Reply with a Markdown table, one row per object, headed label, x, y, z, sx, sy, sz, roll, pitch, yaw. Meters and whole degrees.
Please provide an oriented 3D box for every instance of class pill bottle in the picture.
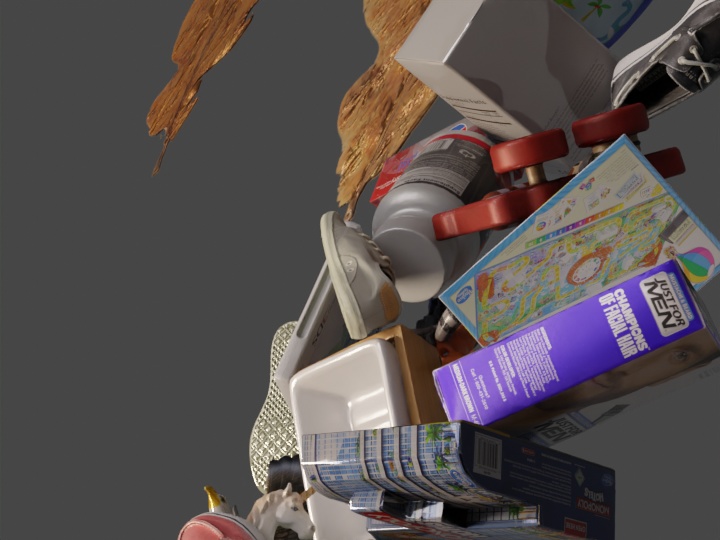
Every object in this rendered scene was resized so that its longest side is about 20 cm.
| label | x | y | z | sx | sy | sz | roll | pitch | yaw |
| --- | --- | --- | --- | --- | --- | --- | --- | --- | --- |
| pill bottle | 0.077 | -0.053 | 1.362 | 0.111 | 0.111 | 0.200 | -35 | 11 | 36 |

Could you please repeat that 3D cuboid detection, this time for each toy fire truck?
| label | x | y | z | sx | sy | sz | roll | pitch | yaw |
| --- | --- | --- | --- | --- | --- | --- | --- | --- | --- |
| toy fire truck | 0.178 | -0.071 | 1.220 | 0.200 | 0.112 | 0.168 | -17 | 3 | -19 |

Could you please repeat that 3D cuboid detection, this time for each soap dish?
| label | x | y | z | sx | sy | sz | roll | pitch | yaw |
| --- | --- | --- | --- | --- | --- | --- | --- | --- | --- |
| soap dish | 0.018 | 0.165 | 1.212 | 0.157 | 0.081 | 0.201 | -28 | 67 | 46 |

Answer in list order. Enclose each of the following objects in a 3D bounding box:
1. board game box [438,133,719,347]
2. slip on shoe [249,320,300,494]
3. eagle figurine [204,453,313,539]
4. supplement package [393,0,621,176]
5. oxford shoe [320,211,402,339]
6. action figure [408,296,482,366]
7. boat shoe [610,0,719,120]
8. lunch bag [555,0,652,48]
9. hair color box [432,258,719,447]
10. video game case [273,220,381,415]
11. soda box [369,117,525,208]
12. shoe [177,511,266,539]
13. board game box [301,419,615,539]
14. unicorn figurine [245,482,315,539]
| label | x | y | z | sx | sy | sz | roll | pitch | yaw |
| --- | --- | --- | --- | --- | --- | --- | --- | --- | --- |
| board game box | 0.182 | 0.006 | 1.106 | 0.200 | 0.135 | 0.034 | -41 | -4 | 7 |
| slip on shoe | -0.075 | 0.157 | 1.509 | 0.074 | 0.061 | 0.200 | -4 | 62 | 20 |
| eagle figurine | -0.111 | 0.277 | 1.360 | 0.151 | 0.200 | 0.151 | 5 | 98 | 26 |
| supplement package | 0.159 | -0.200 | 1.360 | 0.121 | 0.200 | 0.120 | -56 | 25 | -4 |
| oxford shoe | 0.000 | 0.000 | 1.246 | 0.058 | 0.075 | 0.200 | -20 | 26 | -1 |
| action figure | 0.071 | 0.063 | 1.311 | 0.193 | 0.105 | 0.200 | -31 | 33 | 25 |
| boat shoe | 0.304 | -0.196 | 1.247 | 0.200 | 0.072 | 0.068 | -32 | 31 | 45 |
| lunch bag | 0.224 | -0.330 | 1.442 | 0.200 | 0.170 | 0.127 | -55 | 25 | 3 |
| hair color box | 0.169 | 0.074 | 1.025 | 0.200 | 0.109 | 0.065 | -28 | 62 | 14 |
| video game case | -0.026 | 0.074 | 1.399 | 0.022 | 0.200 | 0.183 | 16 | 66 | 18 |
| soda box | 0.100 | -0.114 | 1.520 | 0.200 | 0.063 | 0.070 | -24 | 38 | 50 |
| shoe | -0.117 | 0.243 | 1.092 | 0.200 | 0.091 | 0.072 | 30 | 92 | 53 |
| board game box | 0.056 | 0.168 | 1.030 | 0.200 | 0.200 | 0.062 | -12 | 66 | 40 |
| unicorn figurine | -0.085 | 0.279 | 1.164 | 0.200 | 0.074 | 0.138 | -45 | 49 | 23 |
